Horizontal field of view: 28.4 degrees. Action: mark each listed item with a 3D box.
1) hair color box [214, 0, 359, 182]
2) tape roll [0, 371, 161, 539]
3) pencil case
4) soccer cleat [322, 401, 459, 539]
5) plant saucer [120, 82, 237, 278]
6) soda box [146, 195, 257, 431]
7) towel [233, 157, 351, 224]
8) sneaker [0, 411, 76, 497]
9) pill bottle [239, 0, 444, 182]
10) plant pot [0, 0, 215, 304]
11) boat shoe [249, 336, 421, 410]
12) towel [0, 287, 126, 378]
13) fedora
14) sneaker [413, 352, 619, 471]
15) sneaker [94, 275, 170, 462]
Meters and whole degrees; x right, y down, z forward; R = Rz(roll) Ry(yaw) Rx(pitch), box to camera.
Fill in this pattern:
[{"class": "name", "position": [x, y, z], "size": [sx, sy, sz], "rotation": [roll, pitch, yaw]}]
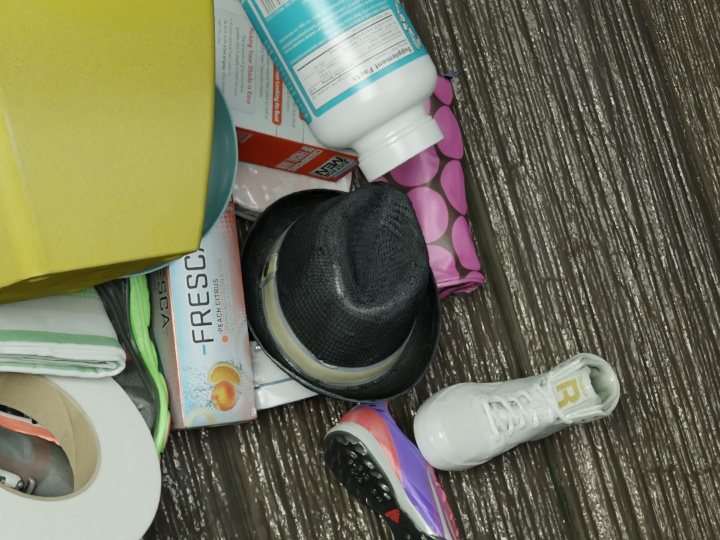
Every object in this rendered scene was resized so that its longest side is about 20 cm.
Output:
[{"class": "hair color box", "position": [-0.089, -0.150, 1.150], "size": [0.198, 0.064, 0.112], "rotation": [11, 68, -30]}, {"class": "tape roll", "position": [-0.222, 0.113, 0.910], "size": [0.201, 0.037, 0.204], "rotation": [30, 32, -20]}, {"class": "pencil case", "position": [0.060, -0.073, 1.259], "size": [0.093, 0.090, 0.203], "rotation": [10, 70, -54]}, {"class": "soccer cleat", "position": [0.049, 0.196, 1.174], "size": [0.201, 0.068, 0.073], "rotation": [55, 45, -7]}, {"class": "plant saucer", "position": [-0.187, -0.088, 1.023], "size": [0.197, 0.027, 0.203], "rotation": [5, 73, -18]}, {"class": "soda box", "position": [-0.130, 0.019, 1.083], "size": [0.063, 0.068, 0.203], "rotation": [-3, 84, -30]}, {"class": "towel", "position": [-0.091, -0.135, 1.202], "size": [0.198, 0.032, 0.194], "rotation": [19, 65, -29]}, {"class": "sneaker", "position": [-0.259, 0.133, 0.949], "size": [0.199, 0.077, 0.082], "rotation": [35, 23, -9]}, {"class": "pill bottle", "position": [-0.012, -0.173, 1.103], "size": [0.110, 0.110, 0.202], "rotation": [-31, 94, -38]}, {"class": "plant pot", "position": [-0.203, -0.077, 0.872], "size": [0.199, 0.198, 0.179], "rotation": [-11, 86, -49]}, {"class": "boat shoe", "position": [-0.022, 0.063, 1.160], "size": [0.198, 0.073, 0.066], "rotation": [-14, 87, -39]}, {"class": "towel", "position": [-0.257, -0.003, 0.974], "size": [0.148, 0.031, 0.201], "rotation": [9, 35, -44]}, {"class": "fedora", "position": [0.000, 0.000, 1.115], "size": [0.198, 0.092, 0.203], "rotation": [15, 52, -21]}, {"class": "sneaker", "position": [0.141, 0.112, 1.212], "size": [0.199, 0.115, 0.075], "rotation": [-10, 75, -49]}, {"class": "sneaker", "position": [-0.191, 0.072, 1.045], "size": [0.083, 0.077, 0.203], "rotation": [-7, 73, -23]}]
